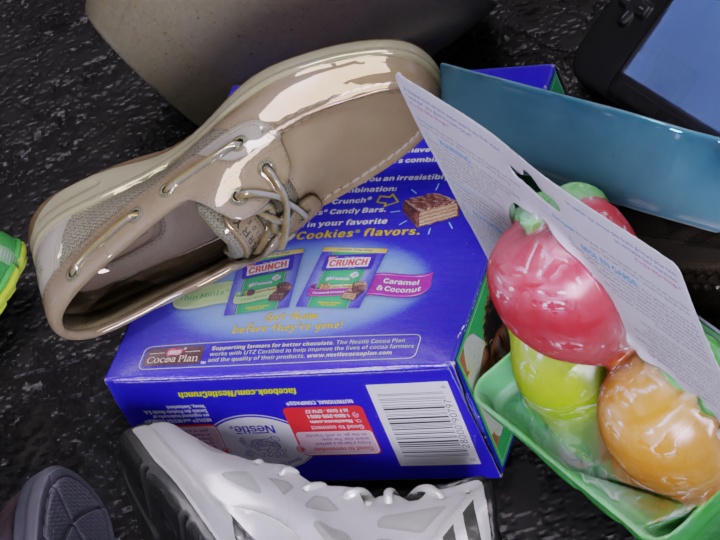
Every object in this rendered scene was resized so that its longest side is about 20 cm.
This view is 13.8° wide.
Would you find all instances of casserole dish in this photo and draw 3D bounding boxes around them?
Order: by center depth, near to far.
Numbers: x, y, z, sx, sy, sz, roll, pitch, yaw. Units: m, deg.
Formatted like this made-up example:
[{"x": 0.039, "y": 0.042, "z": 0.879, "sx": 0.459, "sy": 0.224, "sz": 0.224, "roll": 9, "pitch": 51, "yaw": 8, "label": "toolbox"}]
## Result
[{"x": 0.110, "y": -0.046, "z": 1.229, "sx": 0.200, "sy": 0.121, "sz": 0.039, "roll": 23, "pitch": 97, "yaw": 57, "label": "casserole dish"}]

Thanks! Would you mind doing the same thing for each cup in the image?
[{"x": -0.052, "y": -0.148, "z": 1.465, "sx": 0.143, "sy": 0.200, "sz": 0.200, "roll": -47, "pitch": 39, "yaw": 9, "label": "cup"}]

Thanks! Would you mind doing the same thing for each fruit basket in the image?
[{"x": 0.103, "y": 0.022, "z": 1.164, "sx": 0.094, "sy": 0.200, "sz": 0.185, "roll": -35, "pitch": 40, "yaw": -15, "label": "fruit basket"}]

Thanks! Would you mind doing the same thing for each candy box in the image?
[{"x": 0.000, "y": 0.000, "z": 1.334, "sx": 0.169, "sy": 0.077, "sz": 0.200, "roll": -3, "pitch": 43, "yaw": 24, "label": "candy box"}]

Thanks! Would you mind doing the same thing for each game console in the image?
[{"x": 0.168, "y": -0.148, "z": 1.343, "sx": 0.176, "sy": 0.116, "sz": 0.200, "roll": -54, "pitch": 37, "yaw": 3, "label": "game console"}]

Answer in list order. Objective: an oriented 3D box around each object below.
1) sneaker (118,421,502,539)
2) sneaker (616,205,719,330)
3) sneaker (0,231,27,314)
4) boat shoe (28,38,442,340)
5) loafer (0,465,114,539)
[{"x": -0.010, "y": 0.113, "z": 1.225, "sx": 0.115, "sy": 0.076, "sz": 0.200, "roll": -28, "pitch": 46, "yaw": -23, "label": "sneaker"}, {"x": 0.183, "y": -0.001, "z": 1.260, "sx": 0.200, "sy": 0.071, "sz": 0.076, "roll": 12, "pitch": 44, "yaw": 33, "label": "sneaker"}, {"x": -0.259, "y": 0.009, "z": 1.433, "sx": 0.199, "sy": 0.084, "sz": 0.074, "roll": -9, "pitch": 40, "yaw": 14, "label": "sneaker"}, {"x": -0.050, "y": -0.031, "z": 1.281, "sx": 0.200, "sy": 0.072, "sz": 0.065, "roll": -25, "pitch": 42, "yaw": 9, "label": "boat shoe"}, {"x": -0.149, "y": 0.165, "z": 1.229, "sx": 0.063, "sy": 0.072, "sz": 0.200, "roll": -27, "pitch": 28, "yaw": 25, "label": "loafer"}]
